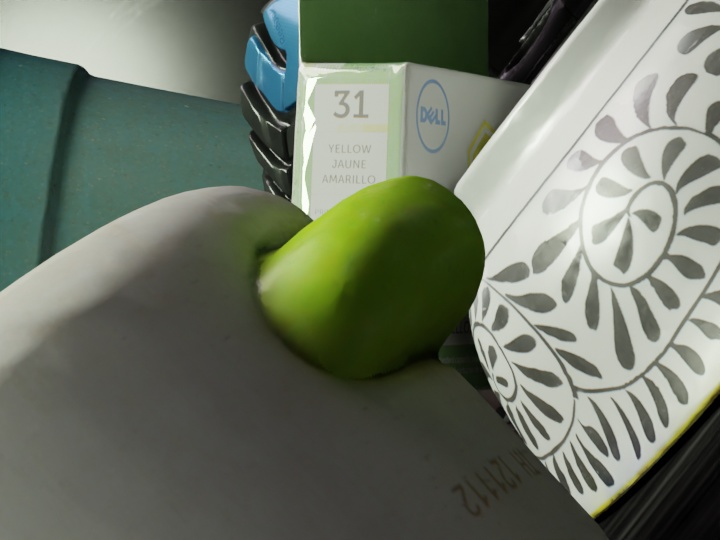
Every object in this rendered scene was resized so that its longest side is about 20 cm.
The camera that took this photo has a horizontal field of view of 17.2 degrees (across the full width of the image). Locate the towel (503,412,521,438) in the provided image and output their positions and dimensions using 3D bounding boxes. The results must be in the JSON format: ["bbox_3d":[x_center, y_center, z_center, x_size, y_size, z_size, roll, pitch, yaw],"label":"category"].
[{"bbox_3d":[0.075,0.055,0.941,0.147,0.030,0.200,-54,-2,29],"label":"towel"}]

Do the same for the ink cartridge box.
[{"bbox_3d":[0.029,-0.061,0.791,0.145,0.048,0.201,2,-89,-62],"label":"ink cartridge box"}]

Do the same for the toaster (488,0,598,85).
[{"bbox_3d":[0.148,-0.113,0.904,0.181,0.118,0.200,-54,-3,35],"label":"toaster"}]

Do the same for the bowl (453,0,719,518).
[{"bbox_3d":[0.090,-0.028,0.725,0.201,0.094,0.201,-52,-1,-1],"label":"bowl"}]

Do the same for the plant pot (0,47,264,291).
[{"bbox_3d":[-0.078,0.007,1.007,0.200,0.195,0.202,-175,90,-89],"label":"plant pot"}]

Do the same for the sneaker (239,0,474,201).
[{"bbox_3d":[0.000,0.000,0.862,0.082,0.073,0.201,-2,-73,-38],"label":"sneaker"}]

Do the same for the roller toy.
[{"bbox_3d":[-0.041,0.090,0.501,0.182,0.140,0.200,-38,-11,-32],"label":"roller toy"}]

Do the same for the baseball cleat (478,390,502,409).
[{"bbox_3d":[0.070,-0.001,0.987,0.107,0.070,0.200,-49,8,11],"label":"baseball cleat"}]
